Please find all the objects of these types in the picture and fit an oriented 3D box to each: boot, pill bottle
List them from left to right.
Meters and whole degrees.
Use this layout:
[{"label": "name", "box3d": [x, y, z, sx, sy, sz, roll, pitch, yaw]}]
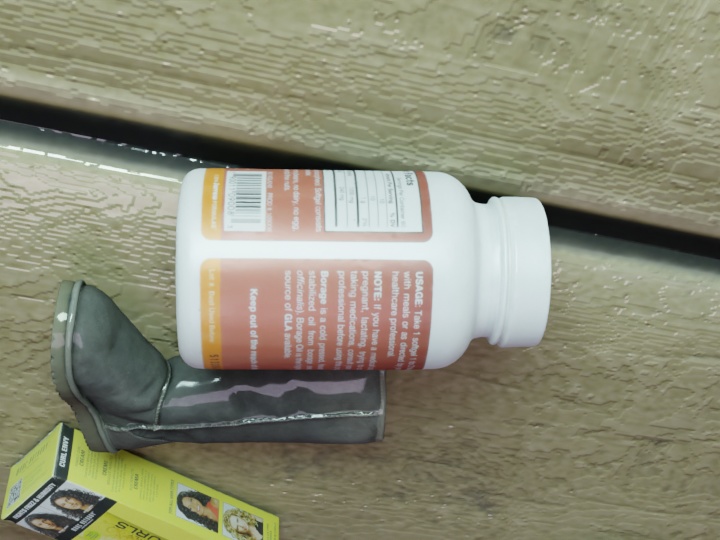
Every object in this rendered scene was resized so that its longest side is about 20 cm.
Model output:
[{"label": "boot", "box3d": [-0.083, 0.065, 0.772, 0.199, 0.073, 0.182, 2, 150, 4]}, {"label": "pill bottle", "box3d": [0.000, 0.000, 0.680, 0.199, 0.112, 0.112, 1, 136, -4]}]

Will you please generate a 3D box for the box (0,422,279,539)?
[{"label": "box", "box3d": [-0.159, 0.185, 0.905, 0.200, 0.050, 0.075, 31, 126, -31]}]
